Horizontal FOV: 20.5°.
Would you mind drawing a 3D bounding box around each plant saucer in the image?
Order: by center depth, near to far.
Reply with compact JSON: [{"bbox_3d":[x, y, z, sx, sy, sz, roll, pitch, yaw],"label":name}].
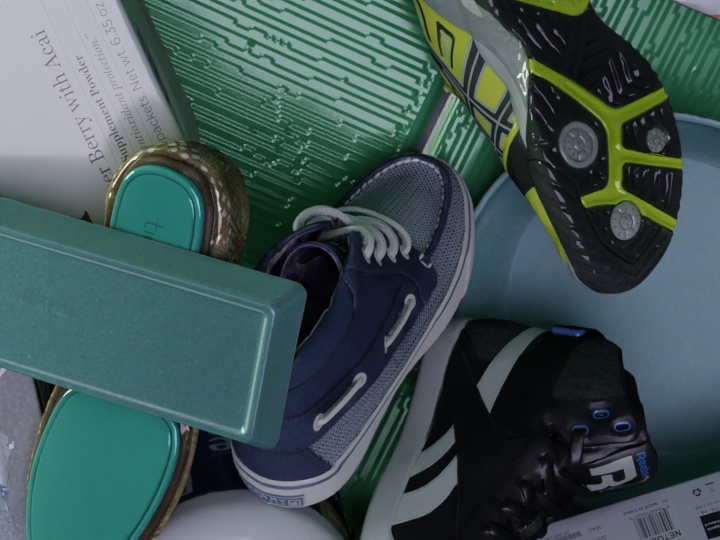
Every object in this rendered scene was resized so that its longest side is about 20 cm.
[{"bbox_3d":[-0.121,0.013,0.774,0.199,0.019,0.070,16,110,12],"label":"plant saucer"},{"bbox_3d":[0.141,0.020,0.939,0.199,0.036,0.201,3,106,12],"label":"plant saucer"}]

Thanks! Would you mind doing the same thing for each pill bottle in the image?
[{"bbox_3d":[-0.057,0.132,0.886,0.111,0.200,0.111,-3,111,-7],"label":"pill bottle"}]

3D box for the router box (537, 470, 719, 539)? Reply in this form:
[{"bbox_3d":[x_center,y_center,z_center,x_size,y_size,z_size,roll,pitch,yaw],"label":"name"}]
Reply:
[{"bbox_3d":[0.182,0.156,0.952,0.199,0.049,0.180,-17,145,0],"label":"router box"}]

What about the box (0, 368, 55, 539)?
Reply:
[{"bbox_3d":[-0.184,0.114,0.905,0.114,0.132,0.201,-12,108,-3],"label":"box"}]

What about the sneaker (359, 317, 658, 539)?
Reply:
[{"bbox_3d":[0.069,0.099,0.857,0.112,0.200,0.073,-2,140,22],"label":"sneaker"}]

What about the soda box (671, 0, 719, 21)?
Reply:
[{"bbox_3d":[0.199,-0.136,0.905,0.200,0.064,0.069,21,104,-11],"label":"soda box"}]

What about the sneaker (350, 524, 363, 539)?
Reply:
[{"bbox_3d":[0.000,0.222,0.992,0.091,0.078,0.201,-7,106,0],"label":"sneaker"}]

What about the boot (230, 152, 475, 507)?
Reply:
[{"bbox_3d":[0.000,0.000,0.854,0.073,0.200,0.090,12,140,14],"label":"boot"}]

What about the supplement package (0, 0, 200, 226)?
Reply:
[{"bbox_3d":[-0.181,-0.060,0.857,0.200,0.120,0.121,-24,110,2],"label":"supplement package"}]

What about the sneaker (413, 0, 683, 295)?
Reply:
[{"bbox_3d":[0.079,-0.084,0.886,0.075,0.076,0.200,-23,91,-26],"label":"sneaker"}]

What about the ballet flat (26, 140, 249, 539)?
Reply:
[{"bbox_3d":[-0.085,0.039,0.815,0.070,0.065,0.200,26,112,13],"label":"ballet flat"}]
